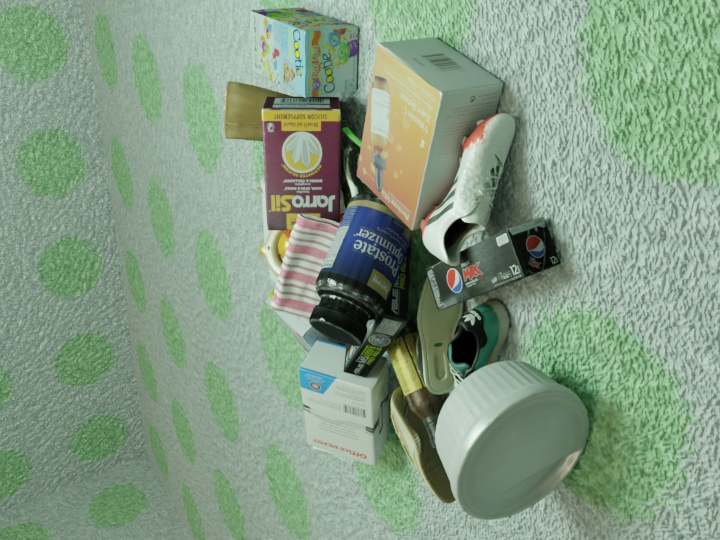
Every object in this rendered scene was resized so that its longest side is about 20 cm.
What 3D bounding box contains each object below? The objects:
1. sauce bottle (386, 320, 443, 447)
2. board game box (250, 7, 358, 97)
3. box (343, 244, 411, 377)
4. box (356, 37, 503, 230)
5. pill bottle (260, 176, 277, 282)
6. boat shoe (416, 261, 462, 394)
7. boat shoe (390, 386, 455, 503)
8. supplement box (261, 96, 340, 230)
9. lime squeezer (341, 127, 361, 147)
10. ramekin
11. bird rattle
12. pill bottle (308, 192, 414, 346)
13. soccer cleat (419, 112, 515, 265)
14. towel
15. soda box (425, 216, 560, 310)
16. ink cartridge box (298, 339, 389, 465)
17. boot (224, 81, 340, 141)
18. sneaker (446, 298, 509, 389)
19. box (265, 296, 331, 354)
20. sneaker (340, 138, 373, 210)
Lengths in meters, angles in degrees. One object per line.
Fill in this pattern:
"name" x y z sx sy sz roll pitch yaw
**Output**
"sauce bottle" 0.096 0.187 1.169 0.065 0.063 0.204 -39 68 58
"board game box" -0.098 -0.373 1.204 0.199 0.101 0.107 38 134 47
"box" 0.026 0.059 1.173 0.201 0.043 0.163 121 159 -52
"box" 0.087 -0.187 0.971 0.152 0.104 0.204 47 140 39
"pill bottle" -0.136 -0.082 1.394 0.113 0.111 0.205 35 131 48
"boat shoe" 0.114 0.083 1.090 0.068 0.070 0.205 -118 27 -71
"boat shoe" 0.110 0.294 1.202 0.067 0.072 0.204 112 137 -64
"supplement box" -0.096 -0.178 1.181 0.104 0.127 0.205 -97 7 -65
"lime squeezer" 0.032 -0.137 1.125 0.038 0.069 0.205 170 84 -78
"ramekin" 0.185 0.209 0.910 0.094 0.198 0.207 -130 37 -52
"bird rattle" -0.101 -0.035 1.282 0.163 0.112 0.201 44 104 19
"pill bottle" 0.000 0.000 1.041 0.111 0.111 0.204 -12 52 60
"soccer cleat" 0.146 -0.100 0.905 0.202 0.067 0.086 -59 38 22
"towel" -0.062 0.009 1.188 0.030 0.143 0.203 -88 16 -57
"soda box" 0.170 -0.005 0.947 0.199 0.069 0.065 -29 80 60
"ink cartridge box" -0.026 0.243 1.300 0.143 0.085 0.204 13 130 18
"boot" -0.139 -0.232 1.249 0.066 0.194 0.179 -96 12 -66
"sneaker" 0.156 0.138 1.027 0.071 0.078 0.204 38 135 45
"box" -0.092 0.141 1.400 0.155 0.041 0.201 35 164 49
"sneaker" -0.002 -0.119 1.204 0.088 0.075 0.206 -154 61 -65
